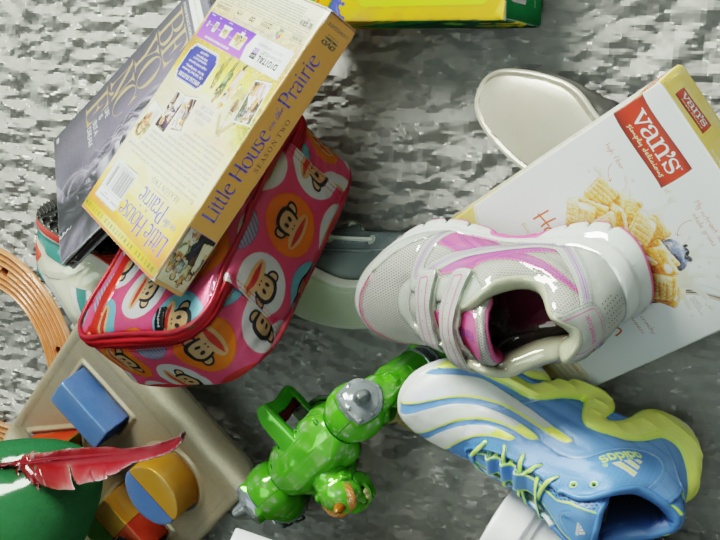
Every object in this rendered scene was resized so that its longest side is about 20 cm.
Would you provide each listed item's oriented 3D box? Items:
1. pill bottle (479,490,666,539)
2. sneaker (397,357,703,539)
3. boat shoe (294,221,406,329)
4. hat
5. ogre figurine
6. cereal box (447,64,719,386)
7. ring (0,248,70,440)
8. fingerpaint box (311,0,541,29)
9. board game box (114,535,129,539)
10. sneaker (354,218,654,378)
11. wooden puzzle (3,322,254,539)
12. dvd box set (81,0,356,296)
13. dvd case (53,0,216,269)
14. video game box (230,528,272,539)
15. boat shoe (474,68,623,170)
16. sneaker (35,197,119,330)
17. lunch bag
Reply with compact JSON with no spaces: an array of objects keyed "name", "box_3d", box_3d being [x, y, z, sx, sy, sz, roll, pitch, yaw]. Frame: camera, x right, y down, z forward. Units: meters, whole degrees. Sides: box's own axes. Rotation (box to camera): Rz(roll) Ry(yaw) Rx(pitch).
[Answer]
[{"name":"pill bottle","box_3d":[0.170,0.224,0.757,0.199,0.116,0.117,29,108,23]},{"name":"sneaker","box_3d":[0.115,0.113,0.740,0.198,0.105,0.076,10,118,8]},{"name":"boat shoe","box_3d":[0.000,0.000,0.872,0.198,0.073,0.062,7,55,34]},{"name":"hat","box_3d":[-0.224,0.134,0.908,0.199,0.166,0.177,36,92,16]},{"name":"ogre figurine","box_3d":[-0.018,0.122,0.848,0.199,0.120,0.099,-24,83,29]},{"name":"cereal box","box_3d":[0.156,-0.014,0.736,0.144,0.039,0.200,54,136,-1]},{"name":"ring","box_3d":[-0.311,0.072,1.040,0.199,0.019,0.203,12,112,33]},{"name":"fingerpaint box","box_3d":[0.039,-0.267,0.805,0.165,0.073,0.202,5,98,28]},{"name":"board game box","box_3d":[-0.121,0.307,0.938,0.198,0.028,0.137,20,105,6]},{"name":"sneaker","box_3d":[0.071,0.018,0.728,0.198,0.088,0.082,-6,112,38]},{"name":"wooden puzzle","box_3d":[-0.199,0.155,0.955,0.185,0.046,0.200,47,126,6]},{"name":"dvd box set","box_3d":[-0.099,-0.096,0.791,0.201,0.029,0.146,-57,37,1]},{"name":"dvd case","box_3d":[-0.171,-0.115,0.920,0.200,0.016,0.150,-40,43,23]},{"name":"video game box","box_3d":[-0.013,0.273,0.822,0.180,0.047,0.201,16,137,7]},{"name":"boat shoe","box_3d":[0.165,-0.075,0.774,0.199,0.057,0.067,28,104,29]},{"name":"sneaker","box_3d":[-0.190,0.027,0.973,0.199,0.070,0.094,36,131,16]},{"name":"lunch bag","box_3d":[-0.110,-0.014,0.852,0.175,0.082,0.201,-7,49,44]}]
